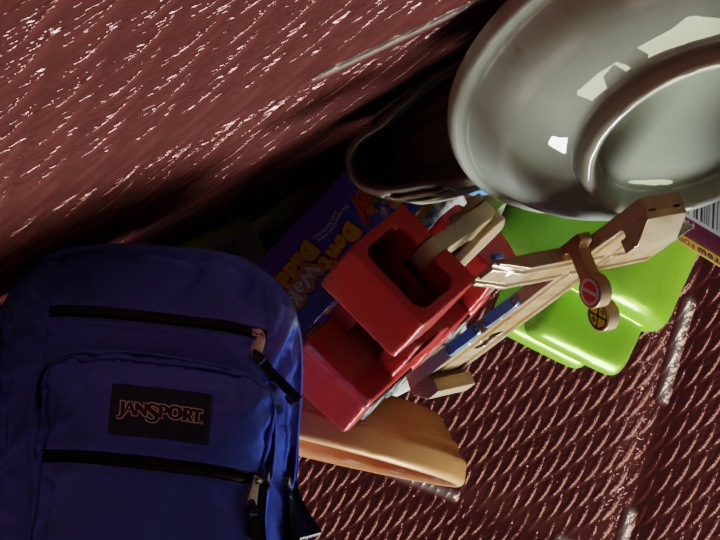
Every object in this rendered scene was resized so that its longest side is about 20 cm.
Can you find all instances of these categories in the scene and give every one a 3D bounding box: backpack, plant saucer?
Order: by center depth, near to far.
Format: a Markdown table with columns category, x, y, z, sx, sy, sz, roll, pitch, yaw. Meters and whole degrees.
| category | x | y | z | sx | sy | sz | roll | pitch | yaw |
| --- | --- | --- | --- | --- | --- | --- | --- | --- | --- |
| plant saucer | 0.138 | -0.074 | 0.999 | 0.199 | 0.050 | 0.200 | -14 | 147 | -9 |
| backpack | -0.095 | 0.086 | 1.050 | 0.162 | 0.201 | 0.168 | 8 | 163 | -15 |
| plant saucer | -0.038 | 0.076 | 1.238 | 0.199 | 0.038 | 0.200 | 14 | 172 | 2 |

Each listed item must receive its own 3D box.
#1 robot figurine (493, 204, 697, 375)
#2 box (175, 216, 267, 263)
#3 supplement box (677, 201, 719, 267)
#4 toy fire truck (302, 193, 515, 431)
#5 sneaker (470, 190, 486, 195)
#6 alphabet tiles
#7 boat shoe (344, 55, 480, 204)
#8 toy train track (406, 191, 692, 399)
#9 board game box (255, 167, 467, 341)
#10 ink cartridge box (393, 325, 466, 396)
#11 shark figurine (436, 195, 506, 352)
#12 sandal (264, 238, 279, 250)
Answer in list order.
| category | x | y | z | sx | sy | sz | roll | pitch | yaw |
| --- | --- | --- | --- | --- | --- | --- | --- | --- | --- |
| robot figurine | 0.151 | -0.043 | 1.369 | 0.201 | 0.115 | 0.175 | -66 | -159 | -6 |
| box | -0.138 | 0.037 | 1.318 | 0.122 | 0.048 | 0.200 | -25 | 175 | -30 |
| supplement box | 0.242 | -0.090 | 1.182 | 0.200 | 0.131 | 0.104 | -36 | 141 | -29 |
| toy fire truck | 0.029 | 0.007 | 1.118 | 0.200 | 0.049 | 0.141 | -38 | 170 | -51 |
| sneaker | 0.081 | -0.066 | 1.229 | 0.105 | 0.076 | 0.200 | -27 | 178 | 18 |
| alphabet tiles | 0.001 | -0.055 | 1.375 | 0.166 | 0.006 | 0.200 | -26 | 176 | -29 |
| boat shoe | 0.079 | -0.078 | 1.069 | 0.202 | 0.075 | 0.075 | -29 | 171 | 32 |
| toy train track | 0.084 | 0.023 | 1.049 | 0.114 | 0.033 | 0.200 | -10 | 162 | -35 |
| board game box | 0.000 | 0.000 | 1.278 | 0.135 | 0.045 | 0.200 | -46 | 168 | -1 |
| ink cartridge box | -0.050 | 0.050 | 1.530 | 0.199 | 0.084 | 0.145 | -25 | -159 | -27 |
| shark figurine | 0.073 | -0.006 | 1.468 | 0.214 | 0.128 | 0.090 | -32 | 160 | -36 |
| sandal | -0.046 | 0.010 | 1.429 | 0.081 | 0.055 | 0.200 | -24 | -177 | -16 |
